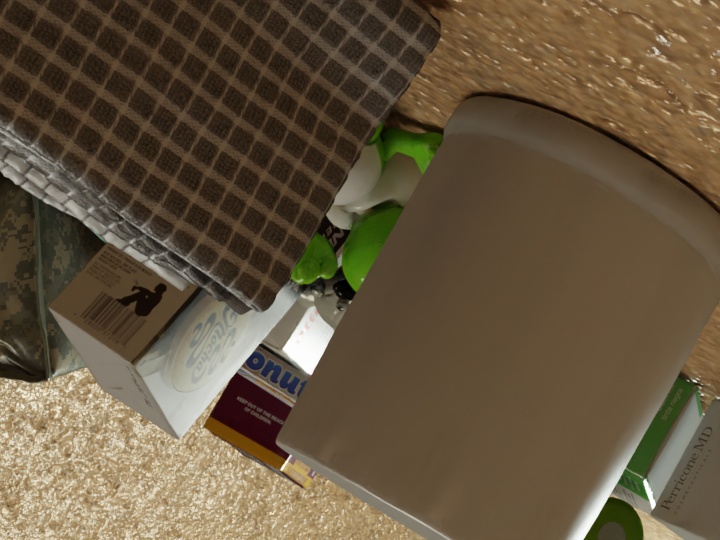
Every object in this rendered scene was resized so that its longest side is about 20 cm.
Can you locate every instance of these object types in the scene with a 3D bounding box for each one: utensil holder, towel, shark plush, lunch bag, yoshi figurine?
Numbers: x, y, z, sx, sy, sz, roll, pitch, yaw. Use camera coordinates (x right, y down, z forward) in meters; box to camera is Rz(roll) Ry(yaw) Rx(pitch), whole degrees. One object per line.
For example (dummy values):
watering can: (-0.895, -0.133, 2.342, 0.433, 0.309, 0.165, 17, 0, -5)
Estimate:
utensil holder: (0.072, 0.040, 0.837, 0.170, 0.200, 0.170, 31, 171, 5)
towel: (-0.075, -0.093, 0.708, 0.200, 0.166, 0.086, 35, 165, -28)
shark plush: (0.000, 0.000, 1.174, 0.091, 0.083, 0.200, 39, 173, 14)
lunch bag: (-0.269, -0.018, 1.327, 0.117, 0.200, 0.164, -1, -175, 13)
yoshi figurine: (-0.001, -0.041, 0.957, 0.112, 0.112, 0.200, 18, 169, 30)

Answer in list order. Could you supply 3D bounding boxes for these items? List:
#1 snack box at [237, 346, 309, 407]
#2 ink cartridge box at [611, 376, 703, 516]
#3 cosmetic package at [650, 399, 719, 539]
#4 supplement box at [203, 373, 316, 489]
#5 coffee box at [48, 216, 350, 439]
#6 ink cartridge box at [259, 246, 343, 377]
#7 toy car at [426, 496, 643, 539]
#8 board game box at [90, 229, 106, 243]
snack box: (-0.075, 0.077, 1.293, 0.200, 0.024, 0.072, 34, 171, -20)
ink cartridge box: (0.152, 0.093, 1.260, 0.200, 0.084, 0.146, 28, 170, 21)
cosmetic package: (0.301, 0.165, 1.114, 0.074, 0.102, 0.200, 37, 168, -34)
supplement box: (-0.045, 0.085, 1.503, 0.086, 0.200, 0.110, 27, 171, 17)
coffee box: (-0.099, -0.004, 1.106, 0.080, 0.200, 0.113, 30, 159, 26)
ink cartridge box: (-0.059, 0.006, 1.344, 0.125, 0.129, 0.200, 27, 170, 23)
toy car: (0.084, 0.147, 1.224, 0.200, 0.158, 0.164, 62, 161, -6)
board game box: (-0.221, -0.097, 1.305, 0.135, 0.028, 0.200, 43, -166, -24)
